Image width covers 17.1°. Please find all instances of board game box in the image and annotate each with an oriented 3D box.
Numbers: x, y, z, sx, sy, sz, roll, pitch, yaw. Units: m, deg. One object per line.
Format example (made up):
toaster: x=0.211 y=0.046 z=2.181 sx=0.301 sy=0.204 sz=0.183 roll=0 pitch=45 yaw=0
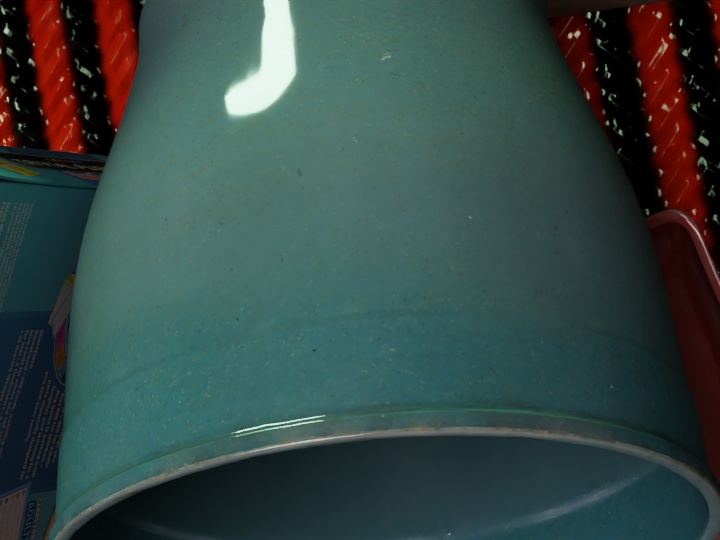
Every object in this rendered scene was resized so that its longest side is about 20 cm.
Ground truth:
board game box: x=-0.113 y=0.036 z=0.811 sx=0.047 sy=0.200 sz=0.151 roll=20 pitch=97 yaw=21

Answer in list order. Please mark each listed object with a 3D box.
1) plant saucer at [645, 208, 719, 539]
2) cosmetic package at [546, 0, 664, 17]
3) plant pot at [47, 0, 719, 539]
plant saucer: x=0.068 y=0.109 z=0.826 sx=0.199 sy=0.037 sz=0.201 roll=-26 pitch=79 yaw=20
cosmetic package: x=0.029 y=-0.136 z=0.823 sx=0.199 sy=0.071 sz=0.106 roll=-8 pitch=86 yaw=22
plant pot: x=0.000 y=0.000 z=0.744 sx=0.200 sy=0.200 sz=0.189 roll=-16 pitch=63 yaw=21
